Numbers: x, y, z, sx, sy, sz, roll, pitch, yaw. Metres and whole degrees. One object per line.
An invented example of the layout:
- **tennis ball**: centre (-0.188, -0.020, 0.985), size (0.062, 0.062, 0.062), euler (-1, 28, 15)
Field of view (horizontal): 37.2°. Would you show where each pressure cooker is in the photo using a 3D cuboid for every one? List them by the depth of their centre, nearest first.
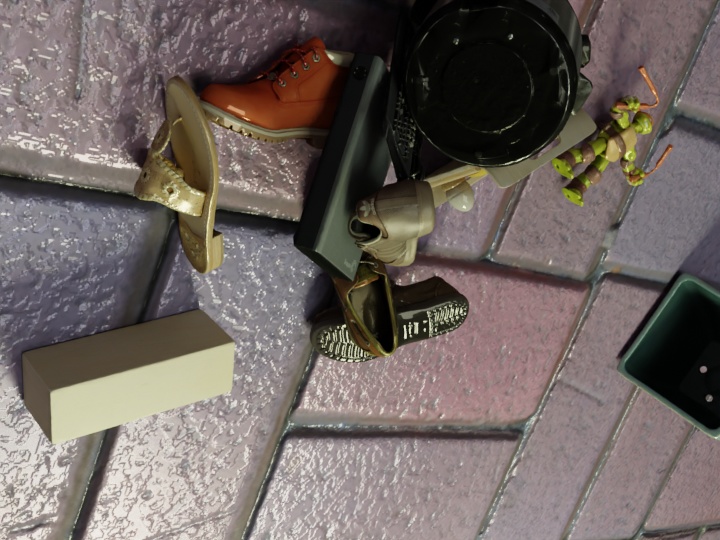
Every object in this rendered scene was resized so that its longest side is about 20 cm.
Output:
- **pressure cooker**: centre (0.142, -0.214, 1.090), size (0.200, 0.177, 0.177), euler (-65, 139, -59)

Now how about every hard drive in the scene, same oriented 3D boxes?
- **hard drive**: centre (-0.007, -0.100, 1.085), size (0.140, 0.033, 0.202), euler (42, 65, -71)

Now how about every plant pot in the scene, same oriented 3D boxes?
- **plant pot**: centre (0.568, 0.158, 1.735), size (0.197, 0.195, 0.200), euler (-54, 147, 0)

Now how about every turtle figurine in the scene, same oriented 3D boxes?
- **turtle figurine**: centre (0.327, -0.170, 1.404), size (0.161, 0.064, 0.201), euler (-36, 143, -8)

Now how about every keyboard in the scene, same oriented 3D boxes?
- **keyboard**: centre (0.051, -0.165, 1.102), size (0.020, 0.201, 0.128), euler (-4, 135, 14)

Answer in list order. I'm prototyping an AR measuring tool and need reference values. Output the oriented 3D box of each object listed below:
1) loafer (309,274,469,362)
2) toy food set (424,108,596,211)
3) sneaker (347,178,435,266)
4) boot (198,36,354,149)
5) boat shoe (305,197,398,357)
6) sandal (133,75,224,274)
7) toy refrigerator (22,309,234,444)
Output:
- **loafer**: centre (0.029, 0.054, 1.286), size (0.198, 0.071, 0.074), euler (-10, 132, -18)
- **toy food set**: centre (0.162, -0.118, 1.216), size (0.143, 0.200, 0.061), euler (-32, 99, -21)
- **sneaker**: centre (0.021, -0.049, 1.069), size (0.075, 0.200, 0.071), euler (-4, 77, -8)
- **boot**: centre (-0.078, -0.180, 1.047), size (0.199, 0.075, 0.108), euler (-5, 116, -49)
- **boat shoe**: centre (0.000, 0.000, 1.178), size (0.071, 0.068, 0.202), euler (-27, 107, -13)
- **sandal**: centre (-0.179, -0.074, 1.016), size (0.069, 0.077, 0.213), euler (-29, 137, -29)
- **toy refrigerator**: centre (-0.232, 0.106, 1.082), size (0.199, 0.076, 0.071), euler (-15, 124, -35)
